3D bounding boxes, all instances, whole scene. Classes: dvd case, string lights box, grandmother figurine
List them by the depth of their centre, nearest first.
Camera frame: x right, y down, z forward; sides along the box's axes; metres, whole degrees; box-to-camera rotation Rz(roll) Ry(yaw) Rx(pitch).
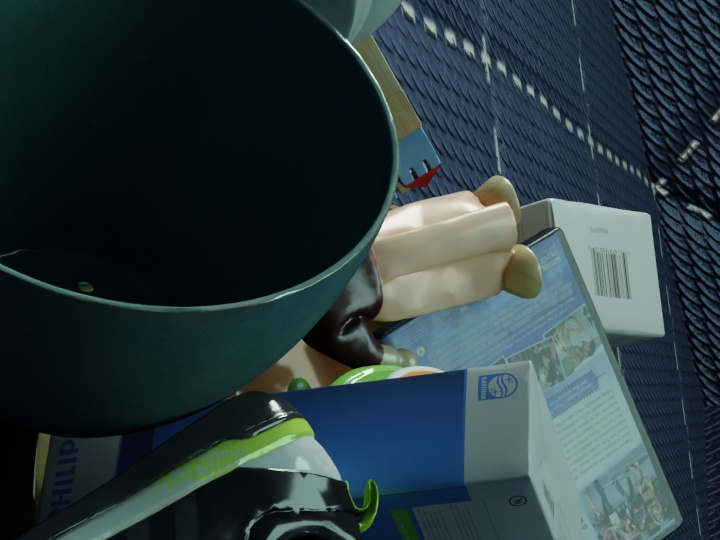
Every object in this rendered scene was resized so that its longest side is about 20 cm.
[{"bbox_3d":[-0.018,0.100,0.873,0.103,0.199,0.059,67,20,-48],"label":"string lights box"},{"bbox_3d":[0.000,0.000,1.157,0.061,0.200,0.122,-36,-105,56],"label":"grandmother figurine"},{"bbox_3d":[0.099,0.094,1.248,0.142,0.018,0.201,-30,103,-30],"label":"dvd case"}]

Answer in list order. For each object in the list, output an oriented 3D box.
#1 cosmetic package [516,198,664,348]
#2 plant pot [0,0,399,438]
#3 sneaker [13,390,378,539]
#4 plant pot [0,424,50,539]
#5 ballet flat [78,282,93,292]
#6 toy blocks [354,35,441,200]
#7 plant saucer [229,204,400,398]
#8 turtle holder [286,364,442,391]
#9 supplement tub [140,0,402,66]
[{"bbox_3d":[0.081,0.021,1.384,0.107,0.200,0.085,6,74,-47],"label":"cosmetic package"},{"bbox_3d":[-0.100,-0.015,0.811,0.200,0.199,0.135,-83,-169,-46],"label":"plant pot"},{"bbox_3d":[-0.078,0.120,0.762,0.083,0.200,0.072,50,-21,12],"label":"sneaker"},{"bbox_3d":[-0.113,0.124,0.948,0.200,0.027,0.201,-8,90,-76],"label":"plant pot"},{"bbox_3d":[-0.145,-0.086,0.907,0.063,0.068,0.201,-135,-149,-64],"label":"ballet flat"},{"bbox_3d":[-0.010,-0.096,1.256,0.137,0.100,0.200,59,-4,-25],"label":"toy blocks"},{"bbox_3d":[-0.006,0.061,1.214,0.200,0.037,0.201,6,80,-38],"label":"plant saucer"},{"bbox_3d":[0.025,0.141,1.108,0.141,0.131,0.186,47,59,-39],"label":"turtle holder"},{"bbox_3d":[-0.028,-0.179,0.919,0.200,0.144,0.145,-64,145,-46],"label":"supplement tub"}]
